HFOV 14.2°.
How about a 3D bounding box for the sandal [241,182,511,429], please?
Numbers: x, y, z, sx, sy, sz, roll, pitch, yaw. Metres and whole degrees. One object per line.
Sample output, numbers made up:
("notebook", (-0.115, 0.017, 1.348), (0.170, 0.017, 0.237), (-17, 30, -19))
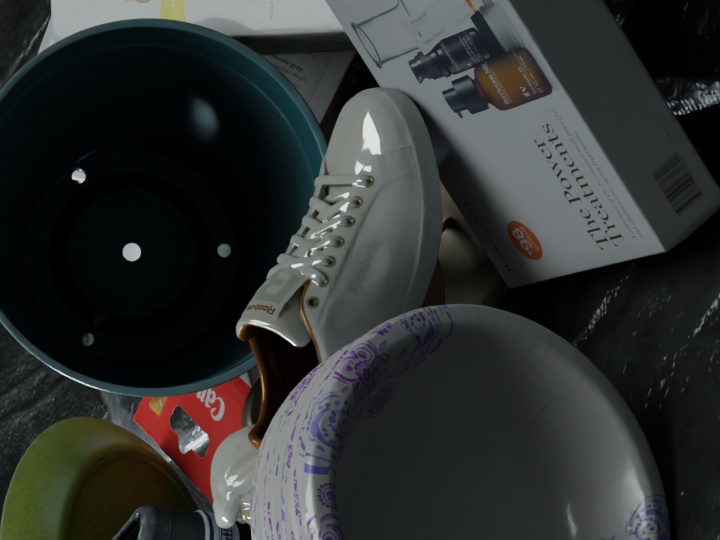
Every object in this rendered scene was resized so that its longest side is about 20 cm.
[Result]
("sandal", (0.011, 0.022, 1.514), (0.200, 0.054, 0.080), (-46, 65, -4))

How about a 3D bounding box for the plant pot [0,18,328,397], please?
("plant pot", (-0.121, -0.021, 1.601), (0.188, 0.199, 0.201), (132, 147, -79))

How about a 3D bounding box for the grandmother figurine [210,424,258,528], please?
("grandmother figurine", (-0.006, 0.163, 1.475), (0.121, 0.200, 0.061), (-38, 2, 45))

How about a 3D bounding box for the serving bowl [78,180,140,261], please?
("serving bowl", (-0.154, -0.045, 1.994), (0.200, 0.066, 0.201), (-40, 43, 52))

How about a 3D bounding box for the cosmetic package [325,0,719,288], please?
("cosmetic package", (0.075, -0.093, 1.433), (0.052, 0.200, 0.151), (-38, 10, -25))

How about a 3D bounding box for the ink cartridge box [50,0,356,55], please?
("ink cartridge box", (-0.055, -0.164, 1.616), (0.199, 0.145, 0.084), (0, 91, 27))

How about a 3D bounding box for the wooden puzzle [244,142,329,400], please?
("wooden puzzle", (0.000, 0.000, 1.705), (0.200, 0.037, 0.186), (-26, 55, 53))

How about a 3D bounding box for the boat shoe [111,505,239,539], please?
("boat shoe", (-0.138, 0.185, 1.551), (0.199, 0.068, 0.074), (-43, 38, 49))

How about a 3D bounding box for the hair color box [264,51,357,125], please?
("hair color box", (-0.038, -0.184, 1.744), (0.201, 0.111, 0.064), (-63, 6, 16))

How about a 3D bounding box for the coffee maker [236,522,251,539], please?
("coffee maker", (-0.061, 0.201, 1.623), (0.200, 0.134, 0.193), (22, 96, 65))

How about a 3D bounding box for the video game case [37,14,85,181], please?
("video game case", (-0.108, -0.138, 1.812), (0.201, 0.181, 0.023), (-67, 28, 20))

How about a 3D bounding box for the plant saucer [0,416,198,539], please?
("plant saucer", (-0.144, 0.185, 1.752), (0.031, 0.200, 0.201), (-15, 62, 31))

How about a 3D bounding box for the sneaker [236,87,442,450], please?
("sneaker", (-0.014, 0.001, 1.438), (0.073, 0.084, 0.201), (-3, 77, 48))

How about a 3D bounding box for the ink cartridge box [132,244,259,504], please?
("ink cartridge box", (-0.095, 0.025, 1.773), (0.161, 0.050, 0.201), (39, 108, 59))

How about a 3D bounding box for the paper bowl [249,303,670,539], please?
("paper bowl", (0.040, 0.125, 1.371), (0.104, 0.200, 0.202), (-36, 48, 55))
